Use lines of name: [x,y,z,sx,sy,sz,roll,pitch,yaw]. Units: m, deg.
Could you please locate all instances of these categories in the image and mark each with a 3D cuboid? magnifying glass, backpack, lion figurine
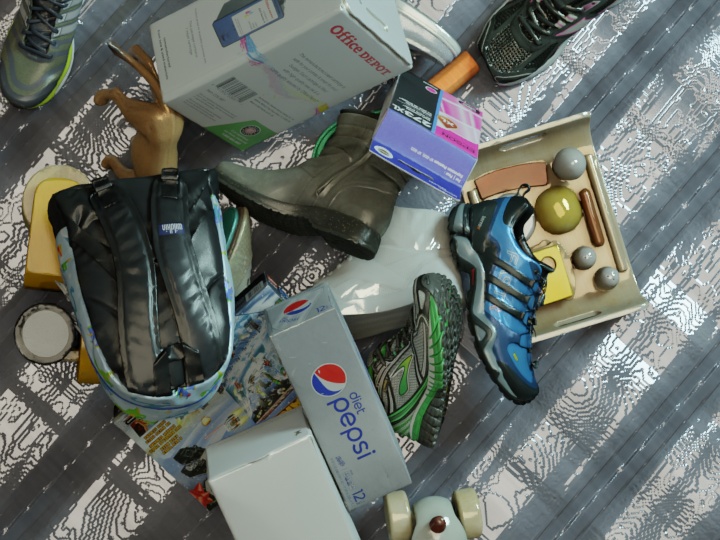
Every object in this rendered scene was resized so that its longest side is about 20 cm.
magnifying glass: [0.036,-0.146,1.586,0.199,0.022,0.080,-40,88,-2]
backpack: [-0.183,0.030,1.414,0.161,0.154,0.202,-12,60,-20]
lion figurine: [-0.194,-0.115,1.512,0.072,0.201,0.122,-34,56,-22]

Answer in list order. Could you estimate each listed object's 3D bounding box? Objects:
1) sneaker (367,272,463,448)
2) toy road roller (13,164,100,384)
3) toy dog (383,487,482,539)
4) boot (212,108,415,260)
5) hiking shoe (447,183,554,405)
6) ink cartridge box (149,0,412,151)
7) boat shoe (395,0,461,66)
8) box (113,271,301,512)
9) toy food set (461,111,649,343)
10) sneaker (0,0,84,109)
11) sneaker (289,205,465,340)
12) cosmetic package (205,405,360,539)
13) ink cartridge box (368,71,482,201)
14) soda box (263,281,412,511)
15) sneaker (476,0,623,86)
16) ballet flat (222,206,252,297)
sneaker: [0.047,0.085,1.501,0.084,0.078,0.202,14,129,7]
toy road roller: [-0.254,0.007,1.520,0.144,0.123,0.203,4,87,-13]
toy dog: [0.082,0.299,1.523,0.131,0.096,0.202,-27,88,-3]
boot: [-0.038,-0.099,1.546,0.198,0.068,0.132,21,76,22]
hiking shoe: [0.145,0.026,1.509,0.086,0.074,0.202,-16,89,17]
ink cartridge box: [-0.072,-0.206,1.475,0.198,0.145,0.088,-22,66,22]
boat shoe: [0.002,-0.244,1.566,0.200,0.074,0.065,25,92,4]
box: [-0.117,0.117,1.513,0.200,0.040,0.137,-41,112,8]
toy food set: [0.187,-0.040,1.563,0.142,0.060,0.202,-17,87,-3]
sneaker: [-0.305,-0.255,1.549,0.073,0.081,0.202,17,86,0]
sneaker: [0.000,0.000,1.559,0.197,0.074,0.117,-11,66,10]
cosmetic package: [-0.060,0.245,1.496,0.107,0.085,0.202,-21,107,-1]
ink cartridge box: [0.063,-0.129,1.481,0.094,0.200,0.037,29,114,-5]
soda box: [-0.020,0.117,1.473,0.068,0.064,0.202,-23,114,1]
sneaker: [0.197,-0.266,1.563,0.200,0.086,0.080,-42,87,-3]
ballet flat: [-0.143,0.036,1.557,0.062,0.067,0.202,26,90,-27]
